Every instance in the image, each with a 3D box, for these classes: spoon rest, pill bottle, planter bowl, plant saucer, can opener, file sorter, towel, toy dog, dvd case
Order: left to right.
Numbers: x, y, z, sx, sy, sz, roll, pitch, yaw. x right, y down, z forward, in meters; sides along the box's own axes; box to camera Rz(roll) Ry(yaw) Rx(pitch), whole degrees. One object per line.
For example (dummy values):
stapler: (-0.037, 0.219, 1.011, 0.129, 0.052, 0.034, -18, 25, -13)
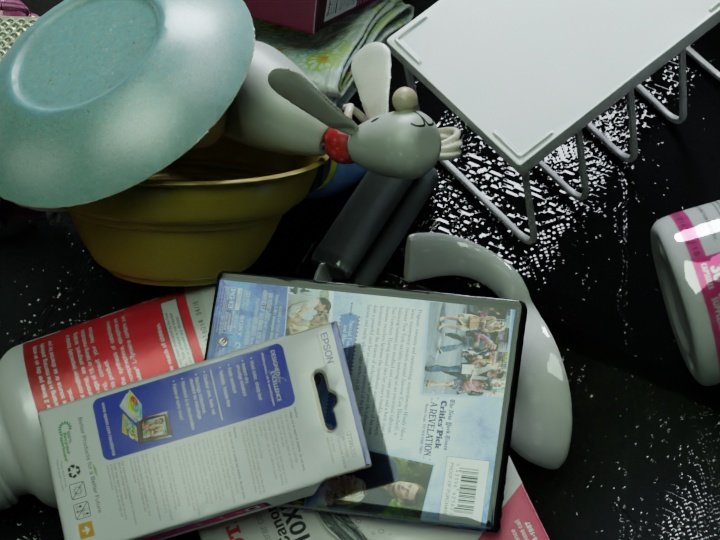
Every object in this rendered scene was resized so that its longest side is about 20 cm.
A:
plant saucer: (-0.164, -0.126, 1.607, 0.200, 0.039, 0.201, -16, 43, 16)
pill bottle: (-0.166, 0.088, 1.671, 0.199, 0.112, 0.113, -19, 60, -2)
planter bowl: (-0.120, -0.040, 1.670, 0.199, 0.200, 0.084, 4, 105, 12)
towel: (-0.079, -0.168, 1.794, 0.199, 0.048, 0.171, 11, 30, 15)
toy dog: (-0.034, -0.120, 1.628, 0.199, 0.132, 0.097, 7, 106, 18)
dvd case: (-0.003, 0.079, 1.584, 0.199, 0.018, 0.143, 6, 78, 14)
can opener: (0.000, 0.000, 1.727, 0.066, 0.053, 0.200, 14, 61, 29)
spoon rest: (0.094, 0.045, 1.673, 0.060, 0.100, 0.200, -14, 45, -20)
file sorter: (0.144, -0.139, 1.740, 0.200, 0.125, 0.139, -38, 61, -12)
pill bottle: (0.296, -0.006, 1.646, 0.199, 0.113, 0.114, -17, 60, 0)

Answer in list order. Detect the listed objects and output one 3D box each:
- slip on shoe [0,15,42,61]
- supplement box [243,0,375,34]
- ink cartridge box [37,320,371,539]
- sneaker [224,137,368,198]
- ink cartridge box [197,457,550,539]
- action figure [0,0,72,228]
slip on shoe: (-0.194, -0.129, 1.714, 0.199, 0.061, 0.074, 6, 64, 1)
supplement box: (-0.032, -0.237, 1.782, 0.110, 0.086, 0.200, 17, 25, 20)
ink cartridge box: (-0.094, 0.105, 1.570, 0.199, 0.037, 0.095, -18, 73, 12)
sneaker: (-0.081, -0.095, 1.796, 0.199, 0.078, 0.066, 18, 103, 29)
ink cartridge box: (0.016, 0.192, 1.598, 0.199, 0.084, 0.145, -23, 59, -4)
action figure: (-0.258, -0.127, 1.782, 0.133, 0.149, 0.201, -6, 87, -15)
